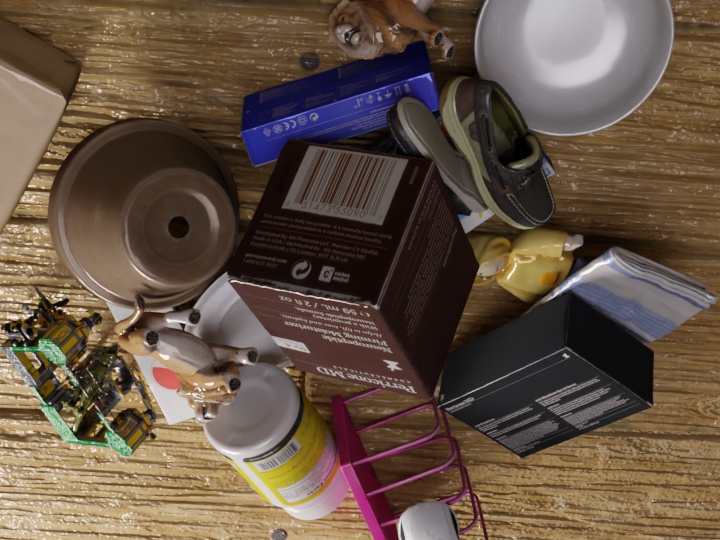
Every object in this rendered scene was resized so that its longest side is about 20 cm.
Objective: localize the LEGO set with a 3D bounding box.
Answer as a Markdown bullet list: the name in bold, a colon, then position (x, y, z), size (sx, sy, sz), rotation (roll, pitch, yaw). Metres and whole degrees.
- **LEGO set**: position (-0.292, 0.101, 1.406), size (0.153, 0.116, 0.200), rotation (-12, 120, 47)

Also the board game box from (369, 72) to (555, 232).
- **board game box**: position (0.089, -0.104, 1.367), size (0.200, 0.035, 0.135), rotation (-35, 114, 15)

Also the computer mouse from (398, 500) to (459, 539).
- **computer mouse**: position (0.089, 0.351, 1.453), size (0.109, 0.044, 0.201), rotation (-15, 118, 1)

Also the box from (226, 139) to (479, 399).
- **box**: position (0.000, 0.000, 1.260), size (0.165, 0.165, 0.200), rotation (10, 153, 25)

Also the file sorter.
- **file sorter**: position (0.061, 0.244, 1.497), size (0.125, 0.139, 0.201), rotation (-20, 117, 5)

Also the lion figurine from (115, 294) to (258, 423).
- **lion figurine**: position (-0.188, 0.082, 1.303), size (0.122, 0.073, 0.200), rotation (-2, 142, 46)

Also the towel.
- **towel**: position (0.270, 0.050, 1.392), size (0.146, 0.024, 0.200), rotation (23, 141, -22)

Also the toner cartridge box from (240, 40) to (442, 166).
- **toner cartridge box**: position (-0.021, -0.170, 1.294), size (0.199, 0.095, 0.043), rotation (-16, 118, 7)

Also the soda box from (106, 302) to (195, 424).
- **soda box**: position (-0.221, 0.071, 1.434), size (0.068, 0.064, 0.201), rotation (-18, 117, 8)

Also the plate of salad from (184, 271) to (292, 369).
- **plate of salad**: position (-0.106, 0.044, 1.410), size (0.199, 0.048, 0.201), rotation (-21, 141, -18)

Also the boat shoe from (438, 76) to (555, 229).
- **boat shoe**: position (0.150, -0.114, 1.282), size (0.072, 0.066, 0.201), rotation (-55, 127, -24)

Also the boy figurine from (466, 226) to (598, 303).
- **boy figurine**: position (0.200, -0.003, 1.400), size (0.199, 0.065, 0.124), rotation (14, 142, -15)

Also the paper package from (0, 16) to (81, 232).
- **paper package**: position (-0.407, -0.156, 1.282), size (0.190, 0.104, 0.200), rotation (28, 114, -16)

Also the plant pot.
- **plant pot**: position (-0.201, -0.049, 1.267), size (0.199, 0.175, 0.201), rotation (-3, 99, -20)

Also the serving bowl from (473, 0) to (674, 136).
- **serving bowl**: position (0.210, -0.239, 1.282), size (0.199, 0.066, 0.201), rotation (-1, 118, -1)

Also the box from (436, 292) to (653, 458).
- **box**: position (0.204, 0.121, 1.418), size (0.141, 0.079, 0.200), rotation (31, 140, -28)

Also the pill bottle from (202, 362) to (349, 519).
- **pill bottle**: position (-0.089, 0.200, 1.451), size (0.114, 0.115, 0.200), rotation (-21, 141, 9)

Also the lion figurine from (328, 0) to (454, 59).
- **lion figurine**: position (0.056, -0.288, 1.249), size (0.122, 0.072, 0.201), rotation (36, 100, 26)

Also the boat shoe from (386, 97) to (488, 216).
- **boat shoe**: position (0.066, -0.106, 1.271), size (0.060, 0.074, 0.200), rotation (-18, 155, 21)
